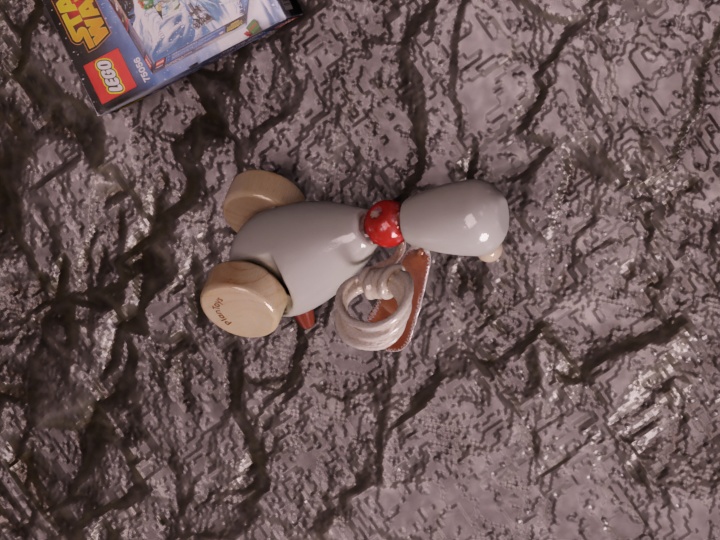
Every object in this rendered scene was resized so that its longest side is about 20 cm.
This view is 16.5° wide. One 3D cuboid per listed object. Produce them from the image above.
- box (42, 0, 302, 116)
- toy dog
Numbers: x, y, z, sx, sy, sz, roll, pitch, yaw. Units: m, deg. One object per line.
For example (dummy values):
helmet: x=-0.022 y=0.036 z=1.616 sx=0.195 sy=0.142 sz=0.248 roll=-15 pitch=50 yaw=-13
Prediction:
box: x=-0.138 y=-0.211 z=1.485 sx=0.136 sy=0.040 sz=0.201 roll=-25 pitch=92 yaw=18
toy dog: x=0.000 y=0.000 z=1.450 sx=0.199 sy=0.096 sz=0.132 roll=14 pitch=63 yaw=42
